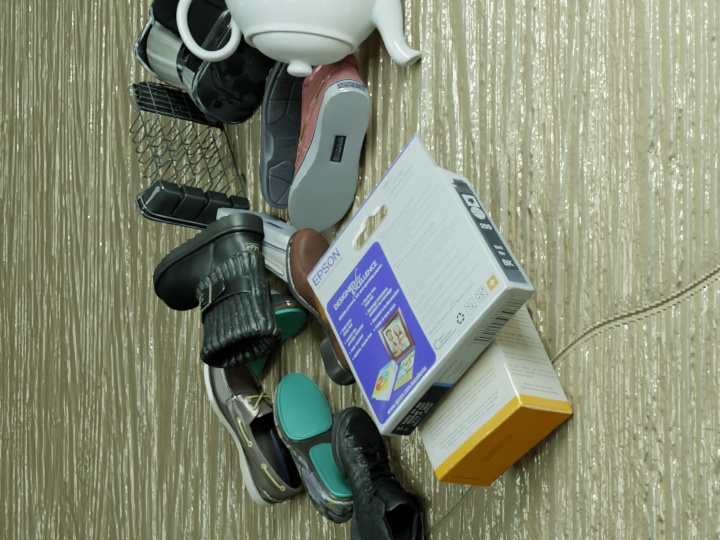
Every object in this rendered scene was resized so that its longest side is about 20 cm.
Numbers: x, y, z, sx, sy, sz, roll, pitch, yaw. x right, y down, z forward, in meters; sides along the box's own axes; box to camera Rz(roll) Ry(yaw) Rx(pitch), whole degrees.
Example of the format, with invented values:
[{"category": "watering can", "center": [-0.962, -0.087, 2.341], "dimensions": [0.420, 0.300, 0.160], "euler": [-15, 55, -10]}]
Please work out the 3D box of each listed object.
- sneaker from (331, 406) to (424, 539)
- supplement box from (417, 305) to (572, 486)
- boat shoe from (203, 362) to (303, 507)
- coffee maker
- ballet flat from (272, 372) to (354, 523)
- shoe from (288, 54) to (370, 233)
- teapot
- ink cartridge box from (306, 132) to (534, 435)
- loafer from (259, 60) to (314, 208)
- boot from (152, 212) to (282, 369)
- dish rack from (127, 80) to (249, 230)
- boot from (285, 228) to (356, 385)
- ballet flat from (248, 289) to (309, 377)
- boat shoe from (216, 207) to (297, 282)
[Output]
[{"category": "sneaker", "center": [0.027, 0.236, 1.648], "dimensions": [0.104, 0.059, 0.202], "euler": [-21, 76, 60]}, {"category": "supplement box", "center": [0.100, 0.081, 1.483], "dimensions": [0.126, 0.073, 0.201], "euler": [-46, 50, 34]}, {"category": "boat shoe", "center": [-0.123, 0.175, 1.871], "dimensions": [0.059, 0.071, 0.202], "euler": [-24, 84, 42]}, {"category": "coffee maker", "center": [-0.172, -0.293, 1.934], "dimensions": [0.200, 0.133, 0.194], "euler": [35, 119, 55]}, {"category": "ballet flat", "center": [-0.052, 0.204, 1.778], "dimensions": [0.201, 0.071, 0.073], "euler": [61, 139, 43]}, {"category": "shoe", "center": [-0.036, -0.143, 1.763], "dimensions": [0.091, 0.071, 0.202], "euler": [-102, 23, -50]}, {"category": "teapot", "center": [-0.063, -0.277, 1.675], "dimensions": [0.199, 0.196, 0.148], "euler": [0, 82, 56]}, {"category": "ink cartridge box", "center": [0.049, 0.013, 1.468], "dimensions": [0.199, 0.043, 0.201], "euler": [-51, 48, 29]}, {"category": "loafer", "center": [-0.091, -0.175, 1.854], "dimensions": [0.063, 0.071, 0.202], "euler": [-136, 50, -57]}, {"category": "boot", "center": [-0.170, 0.044, 1.840], "dimensions": [0.211, 0.079, 0.160], "euler": [-37, 56, 50]}, {"category": "dish rack", "center": [-0.223, -0.147, 2.008], "dimensions": [0.055, 0.152, 0.202], "euler": [-43, 52, 34]}, {"category": "boot", "center": [0.000, 0.000, 1.688], "dimensions": [0.200, 0.068, 0.190], "euler": [-47, 50, 49]}, {"category": "ballet flat", "center": [-0.120, 0.065, 1.903], "dimensions": [0.200, 0.067, 0.069], "euler": [-48, 40, 48]}, {"category": "boat shoe", "center": [-0.115, -0.026, 1.895], "dimensions": [0.199, 0.070, 0.071], "euler": [24, 107, 51]}]
